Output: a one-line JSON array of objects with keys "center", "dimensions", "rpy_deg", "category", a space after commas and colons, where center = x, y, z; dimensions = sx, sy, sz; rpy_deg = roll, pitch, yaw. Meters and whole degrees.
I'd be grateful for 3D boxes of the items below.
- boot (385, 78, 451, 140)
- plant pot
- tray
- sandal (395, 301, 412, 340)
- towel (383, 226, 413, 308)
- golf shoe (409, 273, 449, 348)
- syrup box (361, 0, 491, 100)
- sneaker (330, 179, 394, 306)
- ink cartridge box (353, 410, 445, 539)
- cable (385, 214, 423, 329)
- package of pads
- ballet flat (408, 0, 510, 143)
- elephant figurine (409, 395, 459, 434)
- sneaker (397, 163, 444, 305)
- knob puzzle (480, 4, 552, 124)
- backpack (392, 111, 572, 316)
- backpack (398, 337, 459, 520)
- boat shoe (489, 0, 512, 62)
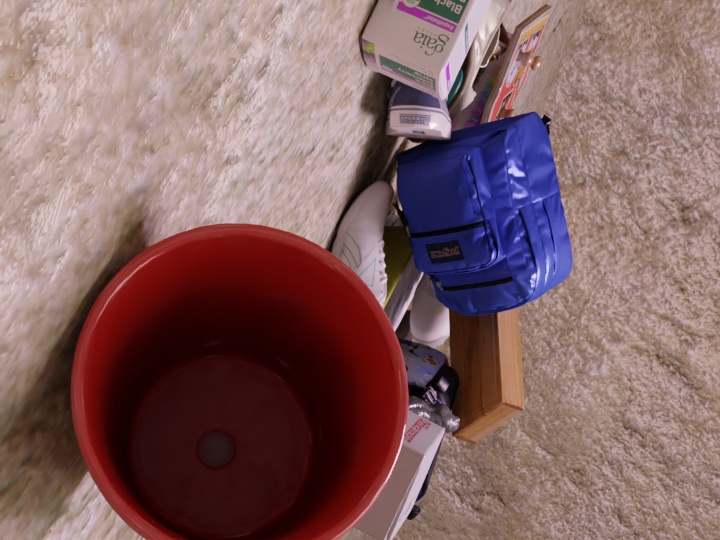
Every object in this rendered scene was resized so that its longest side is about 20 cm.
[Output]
[{"center": [0.063, -0.184, 1.172], "dimensions": [0.200, 0.072, 0.091], "rpy_deg": [-94, -171, -87], "category": "boot"}, {"center": [-0.083, 0.096, 0.726], "dimensions": [0.201, 0.199, 0.177], "rpy_deg": [-62, -179, -23], "category": "plant pot"}, {"center": [0.145, 0.091, 1.348], "dimensions": [0.099, 0.037, 0.201], "rpy_deg": [-44, -146, 44], "category": "tray"}, {"center": [0.054, 0.047, 1.663], "dimensions": [0.200, 0.081, 0.055], "rpy_deg": [-54, 149, -46], "category": "sandal"}, {"center": [0.000, 0.027, 1.288], "dimensions": [0.201, 0.086, 0.018], "rpy_deg": [-61, 138, -31], "category": "towel"}, {"center": [0.104, -0.003, 1.462], "dimensions": [0.097, 0.078, 0.201], "rpy_deg": [36, 73, -60], "category": "golf shoe"}, {"center": [0.079, -0.263, 1.016], "dimensions": [0.201, 0.078, 0.081], "rpy_deg": [-64, 171, -7], "category": "syrup box"}, {"center": [0.000, 0.000, 1.232], "dimensions": [0.070, 0.080, 0.201], "rpy_deg": [65, 49, -75], "category": "sneaker"}, {"center": [-0.038, 0.139, 0.990], "dimensions": [0.086, 0.199, 0.146], "rpy_deg": [-66, 171, 5], "category": "ink cartridge box"}, {"center": [0.027, 0.024, 1.465], "dimensions": [0.200, 0.069, 0.201], "rpy_deg": [14, 100, -81], "category": "cable"}, {"center": [0.156, -0.221, 1.560], "dimensions": [0.121, 0.075, 0.201], "rpy_deg": [96, 20, -69], "category": "package of pads"}, {"center": [0.115, -0.230, 1.300], "dimensions": [0.201, 0.069, 0.069], "rpy_deg": [-66, 171, 3], "category": "ballet flat"}, {"center": [-0.015, 0.167, 1.180], "dimensions": [0.200, 0.154, 0.142], "rpy_deg": [49, 38, -33], "category": "elephant figurine"}, {"center": [0.083, -0.050, 1.378], "dimensions": [0.073, 0.070, 0.202], "rpy_deg": [146, -65, -75], "category": "sneaker"}, {"center": [0.196, -0.227, 1.462], "dimensions": [0.221, 0.030, 0.220], "rpy_deg": [-62, 169, -22], "category": "knob puzzle"}, {"center": [0.128, -0.050, 1.257], "dimensions": [0.167, 0.162, 0.201], "rpy_deg": [-28, 105, -44], "category": "backpack"}, {"center": [0.010, 0.160, 1.345], "dimensions": [0.154, 0.189, 0.201], "rpy_deg": [-59, 163, -63], "category": "backpack"}, {"center": [0.149, -0.284, 1.379], "dimensions": [0.074, 0.069, 0.201], "rpy_deg": [-54, 164, -52], "category": "boat shoe"}]
